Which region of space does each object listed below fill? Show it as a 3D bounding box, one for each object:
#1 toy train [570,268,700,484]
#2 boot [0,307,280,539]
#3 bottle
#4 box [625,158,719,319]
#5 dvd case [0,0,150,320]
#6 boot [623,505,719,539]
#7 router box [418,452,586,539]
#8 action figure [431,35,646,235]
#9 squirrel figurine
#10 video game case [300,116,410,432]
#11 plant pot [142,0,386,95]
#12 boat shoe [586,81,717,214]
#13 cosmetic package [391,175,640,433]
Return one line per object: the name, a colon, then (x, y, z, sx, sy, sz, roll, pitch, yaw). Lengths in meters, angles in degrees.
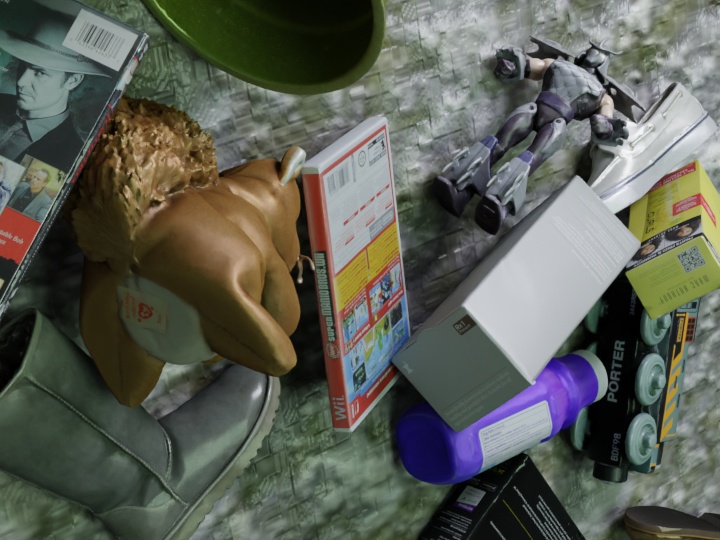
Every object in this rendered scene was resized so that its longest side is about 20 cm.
toy train: (0.249, 0.090, 1.500, 0.113, 0.085, 0.202, 1, 97, -52)
boot: (-0.163, 0.088, 1.141, 0.200, 0.072, 0.183, 45, 65, -30)
bottle: (0.123, 0.116, 1.384, 0.199, 0.083, 0.066, -19, 99, -39)
box: (0.268, -0.030, 1.422, 0.050, 0.075, 0.200, 58, 21, -13)
dvd case: (-0.234, -0.084, 1.006, 0.022, 0.145, 0.201, 93, 22, -76)
boot: (0.312, 0.269, 1.596, 0.199, 0.073, 0.076, 18, 95, -44)
router box: (0.129, 0.269, 1.437, 0.149, 0.051, 0.201, -50, 126, -22)
action figure: (0.146, -0.118, 1.347, 0.200, 0.130, 0.070, -49, 150, -19)
squirrel figurine: (-0.106, -0.037, 1.101, 0.201, 0.141, 0.187, 57, 36, -17)
video game case: (0.000, 0.000, 1.253, 0.143, 0.017, 0.202, -43, 129, -62)
plant pot: (-0.036, -0.257, 1.128, 0.201, 0.199, 0.191, 54, 50, -34)
boat shoe: (0.230, -0.101, 1.465, 0.200, 0.071, 0.070, -38, 93, -27)
cosmetic package: (0.124, 0.025, 1.317, 0.090, 0.107, 0.200, 45, 50, -4)
